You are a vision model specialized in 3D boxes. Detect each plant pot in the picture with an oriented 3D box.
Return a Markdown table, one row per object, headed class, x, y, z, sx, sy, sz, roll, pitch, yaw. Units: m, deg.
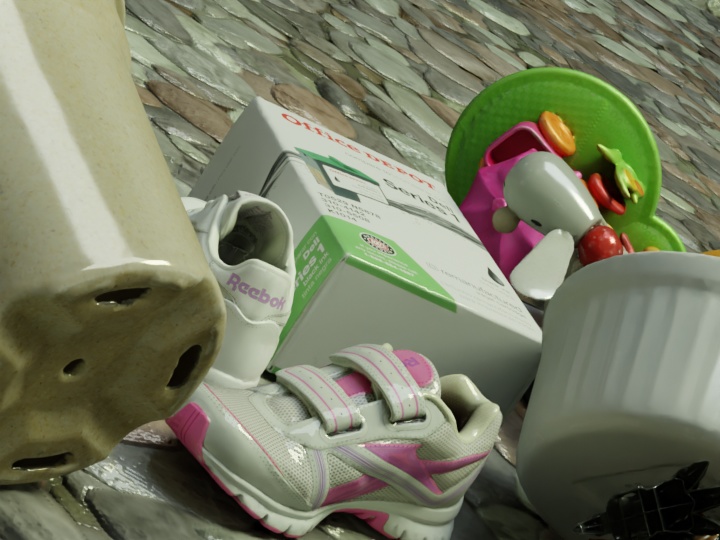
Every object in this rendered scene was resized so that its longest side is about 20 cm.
| class | x | y | z | sx | sy | sz | roll | pitch | yaw |
| --- | --- | --- | --- | --- | --- | --- | --- | --- | --- |
| plant pot | -0.152 | -0.021 | 1.066 | 0.200 | 0.200 | 0.184 | 12 | 37 | -50 |

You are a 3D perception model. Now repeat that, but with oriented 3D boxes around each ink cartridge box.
| class | x | y | z | sx | sy | sz | roll | pitch | yaw |
| --- | --- | --- | --- | --- | --- | --- | --- | --- | --- |
| ink cartridge box | 0.000 | 0.000 | 1.433 | 0.146 | 0.084 | 0.200 | 24 | 19 | -29 |

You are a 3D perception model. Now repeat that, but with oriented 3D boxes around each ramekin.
| class | x | y | z | sx | sy | sz | roll | pitch | yaw |
| --- | --- | --- | --- | --- | --- | --- | --- | --- | --- |
| ramekin | 0.176 | 0.088 | 1.304 | 0.200 | 0.200 | 0.098 | 30 | 59 | -10 |

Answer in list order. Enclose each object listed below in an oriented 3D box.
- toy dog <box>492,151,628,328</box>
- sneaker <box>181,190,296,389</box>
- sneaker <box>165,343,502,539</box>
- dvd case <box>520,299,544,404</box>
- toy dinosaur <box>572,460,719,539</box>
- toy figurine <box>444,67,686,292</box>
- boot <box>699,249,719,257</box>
| class | x | y | z | sx | sy | sz | roll | pitch | yaw |
| --- | --- | --- | --- | --- | --- | --- | --- | --- | --- |
| toy dog | 0.132 | 0.036 | 1.474 | 0.200 | 0.096 | 0.132 | 57 | 4 | 40 |
| sneaker | -0.064 | -0.002 | 1.294 | 0.075 | 0.100 | 0.200 | 25 | 17 | -18 |
| sneaker | -0.009 | 0.071 | 1.206 | 0.200 | 0.088 | 0.081 | 12 | 27 | -51 |
| dvd case | 0.163 | 0.076 | 1.636 | 0.200 | 0.018 | 0.143 | 23 | 20 | -30 |
| toy dinosaur | 0.153 | 0.151 | 1.215 | 0.136 | 0.200 | 0.102 | 15 | 55 | -73 |
| toy figurine | 0.129 | -0.020 | 1.671 | 0.200 | 0.150 | 0.184 | 51 | 21 | -7 |
| boot | 0.228 | 0.013 | 1.388 | 0.201 | 0.071 | 0.144 | 44 | -7 | 42 |
